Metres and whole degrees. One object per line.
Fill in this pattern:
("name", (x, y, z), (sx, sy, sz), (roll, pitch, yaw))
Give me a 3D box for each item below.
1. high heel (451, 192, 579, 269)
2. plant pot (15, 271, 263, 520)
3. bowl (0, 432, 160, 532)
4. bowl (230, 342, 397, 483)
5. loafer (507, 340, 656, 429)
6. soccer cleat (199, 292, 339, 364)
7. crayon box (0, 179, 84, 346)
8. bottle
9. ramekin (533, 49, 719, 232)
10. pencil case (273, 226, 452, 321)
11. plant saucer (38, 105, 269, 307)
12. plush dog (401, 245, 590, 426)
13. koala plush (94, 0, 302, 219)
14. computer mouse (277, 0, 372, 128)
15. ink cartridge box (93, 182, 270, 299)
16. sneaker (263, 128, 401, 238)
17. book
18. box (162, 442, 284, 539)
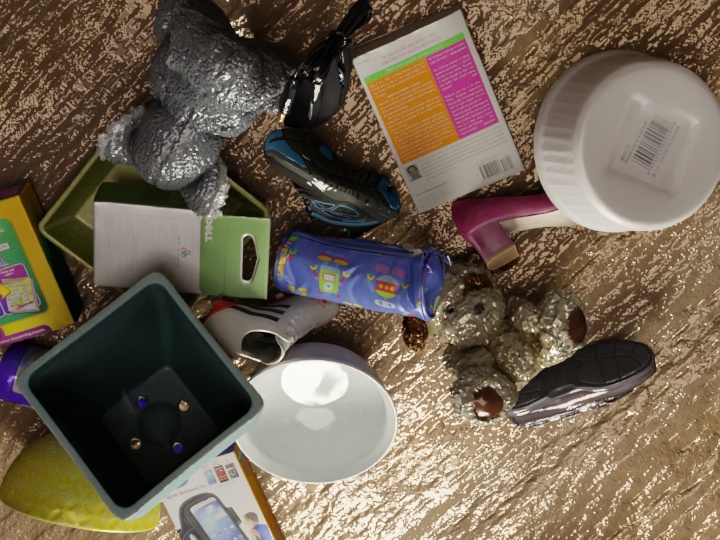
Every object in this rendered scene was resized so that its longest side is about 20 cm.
("high heel", (0.205, -0.085, 1.522), (0.199, 0.096, 0.067), (-32, 152, 2))
("plant pot", (-0.236, 0.156, 1.492), (0.195, 0.200, 0.197), (-38, 79, -12))
("bowl", (-0.334, 0.241, 1.621), (0.198, 0.200, 0.109), (12, 91, -4))
("bowl", (-0.055, 0.156, 1.601), (0.199, 0.091, 0.203), (0, 125, 1))
("loafer", (0.268, 0.142, 1.614), (0.198, 0.072, 0.063), (-19, 132, 17))
("soccer cleat", (-0.096, 0.069, 1.532), (0.199, 0.085, 0.069), (-3, 137, -44))
("crayon box", (-0.455, 0.004, 1.573), (0.198, 0.058, 0.174), (-15, 112, 8))
("bottle", (-0.342, 0.146, 1.619), (0.198, 0.084, 0.066), (16, 108, -5))
("ramekin", (0.296, -0.136, 1.425), (0.198, 0.098, 0.203), (-2, 99, -13))
("pencil case", (0.000, 0.000, 1.503), (0.198, 0.078, 0.088), (10, 124, 19))
("plant saucer", (-0.237, -0.067, 1.538), (0.200, 0.048, 0.200), (38, 110, -15))
("plush dog", (0.142, 0.064, 1.555), (0.200, 0.160, 0.172), (-39, 95, -11))
("koala plush", (-0.178, -0.169, 1.403), (0.177, 0.184, 0.201), (32, 104, -11))
("computer mouse", (-0.045, -0.186, 1.391), (0.046, 0.141, 0.200), (38, 145, 0))
("ink cartridge box", (-0.199, -0.033, 1.493), (0.198, 0.059, 0.105), (5, 115, -1))
("sneaker", (-0.042, -0.088, 1.478), (0.082, 0.074, 0.199), (-36, 136, 27))
("book", (0.088, -0.178, 1.479), (0.133, 0.048, 0.201), (-21, 113, 9))
("box", (-0.186, 0.302, 1.710), (0.118, 0.042, 0.201), (-18, 115, 10))
